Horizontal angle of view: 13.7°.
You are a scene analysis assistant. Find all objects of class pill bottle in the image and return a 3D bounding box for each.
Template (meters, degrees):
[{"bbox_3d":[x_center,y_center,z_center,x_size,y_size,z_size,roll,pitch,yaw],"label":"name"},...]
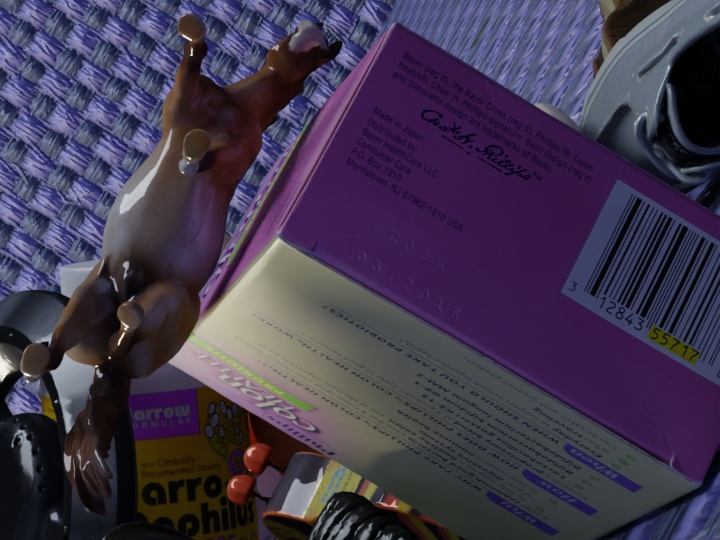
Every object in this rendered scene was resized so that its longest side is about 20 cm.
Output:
[{"bbox_3d":[-0.106,0.094,1.509,0.104,0.104,0.200,-153,58,-84],"label":"pill bottle"}]

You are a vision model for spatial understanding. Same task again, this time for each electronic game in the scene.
[{"bbox_3d":[-0.160,0.109,1.459,0.200,0.042,0.200,-8,81,58],"label":"electronic game"}]

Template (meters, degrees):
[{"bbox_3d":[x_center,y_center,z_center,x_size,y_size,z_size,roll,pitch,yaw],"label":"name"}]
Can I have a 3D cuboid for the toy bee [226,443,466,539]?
[{"bbox_3d":[-0.006,0.117,1.364,0.200,0.109,0.131,-53,11,46],"label":"toy bee"}]

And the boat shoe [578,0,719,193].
[{"bbox_3d":[0.144,-0.077,1.255,0.201,0.070,0.072,-48,8,48],"label":"boat shoe"}]

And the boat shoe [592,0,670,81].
[{"bbox_3d":[0.144,-0.094,1.429,0.200,0.072,0.072,-102,12,-66],"label":"boat shoe"}]

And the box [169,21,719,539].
[{"bbox_3d":[0.041,0.017,1.139,0.097,0.176,0.200,-62,6,-21],"label":"box"}]

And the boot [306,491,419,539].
[{"bbox_3d":[-0.050,0.152,1.196,0.158,0.211,0.079,-63,-20,-1],"label":"boot"}]

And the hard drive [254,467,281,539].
[{"bbox_3d":[-0.031,0.079,1.700,0.200,0.038,0.140,-60,-37,-18],"label":"hard drive"}]

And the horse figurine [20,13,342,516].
[{"bbox_3d":[-0.072,-0.012,1.094,0.133,0.050,0.200,31,-98,-84],"label":"horse figurine"}]

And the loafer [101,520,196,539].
[{"bbox_3d":[-0.079,0.164,1.388,0.073,0.071,0.200,-54,-35,-6],"label":"loafer"}]

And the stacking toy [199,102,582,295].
[{"bbox_3d":[0.000,0.000,1.304,0.146,0.200,0.146,180,90,-81],"label":"stacking toy"}]

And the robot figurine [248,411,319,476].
[{"bbox_3d":[0.005,0.047,1.565,0.200,0.144,0.117,-71,-16,-65],"label":"robot figurine"}]
